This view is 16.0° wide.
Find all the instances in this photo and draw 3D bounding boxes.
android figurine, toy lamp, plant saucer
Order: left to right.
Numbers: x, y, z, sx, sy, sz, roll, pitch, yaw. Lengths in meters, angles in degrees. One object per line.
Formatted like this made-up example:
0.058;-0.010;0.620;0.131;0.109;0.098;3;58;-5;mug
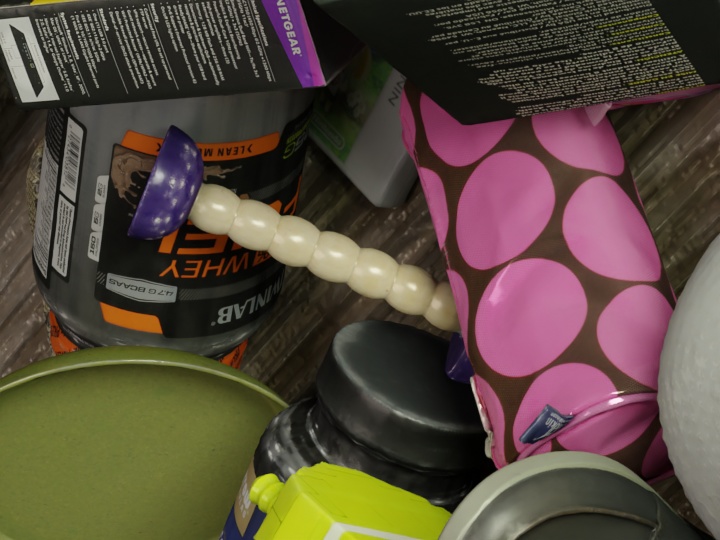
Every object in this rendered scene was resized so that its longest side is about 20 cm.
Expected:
-0.113;0.097;1.218;0.200;0.199;0.031;-46;35;36;plant saucer
0.000;0.000;1.105;0.199;0.058;0.059;24;116;-4;toy lamp
0.035;0.137;1.004;0.200;0.182;0.041;37;101;36;android figurine

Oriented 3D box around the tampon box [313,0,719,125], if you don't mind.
0.062;-0.151;0.908;0.125;0.200;0.151;-8;79;14;tampon box

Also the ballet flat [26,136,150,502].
-0.134;0.027;1.314;0.075;0.067;0.202;138;122;-62;ballet flat

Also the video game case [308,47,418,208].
-0.007;-0.162;1.194;0.200;0.022;0.183;47;123;31;video game case

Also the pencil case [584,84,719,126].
0.101;-0.162;1.045;0.087;0.087;0.202;-26;75;42;pencil case

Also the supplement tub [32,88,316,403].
-0.088;-0.046;1.193;0.122;0.122;0.201;39;134;35;supplement tub

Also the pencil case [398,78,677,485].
0.073;-0.007;1.053;0.093;0.091;0.201;-27;56;20;pencil case

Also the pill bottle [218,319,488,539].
-0.008;0.129;1.157;0.112;0.111;0.201;40;120;34;pill bottle

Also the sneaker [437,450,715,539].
0.118;0.134;0.946;0.075;0.199;0.106;-57;44;9;sneaker

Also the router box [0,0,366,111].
-0.040;-0.135;1.060;0.148;0.200;0.051;-2;119;30;router box

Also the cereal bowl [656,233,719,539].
0.190;0.072;0.912;0.199;0.083;0.201;25;143;20;cereal bowl
